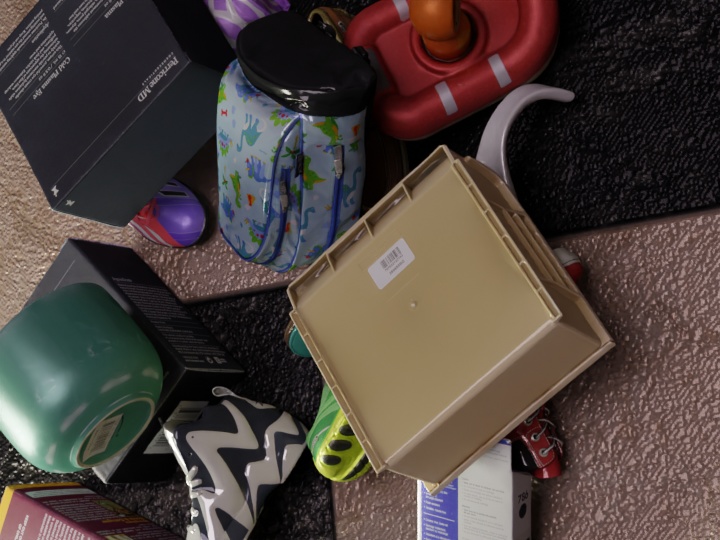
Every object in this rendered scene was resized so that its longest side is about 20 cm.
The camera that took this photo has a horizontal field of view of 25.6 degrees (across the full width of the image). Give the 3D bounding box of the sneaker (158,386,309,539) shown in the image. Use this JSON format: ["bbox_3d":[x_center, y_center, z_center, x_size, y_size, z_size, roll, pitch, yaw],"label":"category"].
[{"bbox_3d":[-0.149,0.197,1.462,0.129,0.079,0.200,33,88,1],"label":"sneaker"}]

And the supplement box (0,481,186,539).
[{"bbox_3d":[-0.251,0.283,1.538,0.198,0.110,0.087,22,96,29],"label":"supplement box"}]

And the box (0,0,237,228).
[{"bbox_3d":[-0.228,-0.177,1.473,0.200,0.104,0.183,-43,61,21],"label":"box"}]

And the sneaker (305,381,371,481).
[{"bbox_3d":[0.009,0.089,1.424,0.201,0.074,0.083,-57,35,-2],"label":"sneaker"}]

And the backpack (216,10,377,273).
[{"bbox_3d":[-0.059,-0.098,1.394,0.153,0.202,0.163,-27,42,-20],"label":"backpack"}]

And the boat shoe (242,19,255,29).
[{"bbox_3d":[-0.072,-0.136,1.495,0.065,0.070,0.203,-5,101,-5],"label":"boat shoe"}]

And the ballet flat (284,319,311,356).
[{"bbox_3d":[0.000,0.000,1.445,0.200,0.067,0.073,-44,38,35],"label":"ballet flat"}]

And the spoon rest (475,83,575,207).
[{"bbox_3d":[0.123,-0.070,1.379,0.099,0.060,0.202,22,94,59],"label":"spoon rest"}]

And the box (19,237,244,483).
[{"bbox_3d":[-0.237,0.087,1.552,0.200,0.104,0.149,45,107,25],"label":"box"}]

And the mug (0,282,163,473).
[{"bbox_3d":[-0.248,0.111,1.425,0.152,0.185,0.114,-42,68,-7],"label":"mug"}]

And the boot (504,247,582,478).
[{"bbox_3d":[0.152,0.092,1.353,0.145,0.072,0.201,49,116,23],"label":"boot"}]

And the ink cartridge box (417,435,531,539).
[{"bbox_3d":[0.096,0.224,1.352,0.099,0.039,0.203,11,110,35],"label":"ink cartridge box"}]

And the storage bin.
[{"bbox_3d":[0.064,0.038,1.295,0.200,0.093,0.200,-42,57,17],"label":"storage bin"}]

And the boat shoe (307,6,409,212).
[{"bbox_3d":[-0.013,-0.145,1.466,0.071,0.068,0.202,-24,75,25],"label":"boat shoe"}]

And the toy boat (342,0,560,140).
[{"bbox_3d":[0.076,-0.210,1.372,0.198,0.131,0.132,-28,72,3],"label":"toy boat"}]

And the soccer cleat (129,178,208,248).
[{"bbox_3d":[-0.237,-0.080,1.584,0.199,0.073,0.069,31,100,28],"label":"soccer cleat"}]

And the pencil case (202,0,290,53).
[{"bbox_3d":[-0.156,-0.197,1.542,0.200,0.085,0.084,-48,51,19],"label":"pencil case"}]
